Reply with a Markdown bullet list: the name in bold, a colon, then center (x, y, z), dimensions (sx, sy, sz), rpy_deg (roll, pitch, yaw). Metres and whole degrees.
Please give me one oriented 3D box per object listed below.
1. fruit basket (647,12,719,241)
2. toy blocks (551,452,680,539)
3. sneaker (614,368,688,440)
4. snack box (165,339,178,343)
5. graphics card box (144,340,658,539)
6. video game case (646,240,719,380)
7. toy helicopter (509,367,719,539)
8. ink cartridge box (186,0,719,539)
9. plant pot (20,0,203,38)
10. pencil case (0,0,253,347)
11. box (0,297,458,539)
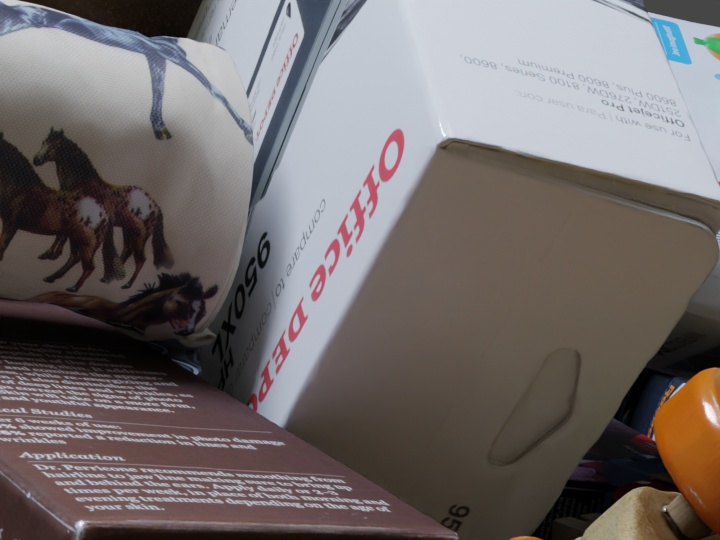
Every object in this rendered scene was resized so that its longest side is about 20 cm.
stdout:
- **fruit basket**: center (0.190, -0.035, 0.773), dimensions (0.199, 0.094, 0.185), rpy_deg (16, 31, -11)
- **toy blocks**: center (0.121, 0.085, 0.648), dimensions (0.199, 0.100, 0.137), rpy_deg (-6, 8, -27)
- **sneaker**: center (0.117, 0.051, 0.896), dimensions (0.079, 0.079, 0.200), rpy_deg (12, 8, -44)
- **snack box**: center (-0.159, -0.002, 0.864), dimensions (0.200, 0.068, 0.168), rpy_deg (20, 11, 43)
- **graphics card box**: center (0.012, 0.067, 0.735), dimensions (0.199, 0.051, 0.125), rpy_deg (7, 11, -28)
- **video game case**: center (0.170, 0.036, 0.672), dimensions (0.199, 0.023, 0.182), rpy_deg (16, -6, 1)
- **toy helicopter**: center (0.090, 0.118, 0.453), dimensions (0.132, 0.079, 0.200), rpy_deg (41, 22, -14)
- **ink cartridge box**: center (0.012, -0.034, 0.648), dimensions (0.084, 0.145, 0.200), rpy_deg (13, 37, -21)
- **plant pot**: center (-0.094, -0.121, 0.810), dimensions (0.186, 0.187, 0.200), rpy_deg (18, -14, 30)
- **pencil case**: center (-0.119, -0.030, 0.582), dimensions (0.199, 0.090, 0.078), rpy_deg (10, 18, -27)
- **box**: center (-0.076, 0.062, 0.567), dimensions (0.100, 0.075, 0.200), rpy_deg (6, 13, -34)
